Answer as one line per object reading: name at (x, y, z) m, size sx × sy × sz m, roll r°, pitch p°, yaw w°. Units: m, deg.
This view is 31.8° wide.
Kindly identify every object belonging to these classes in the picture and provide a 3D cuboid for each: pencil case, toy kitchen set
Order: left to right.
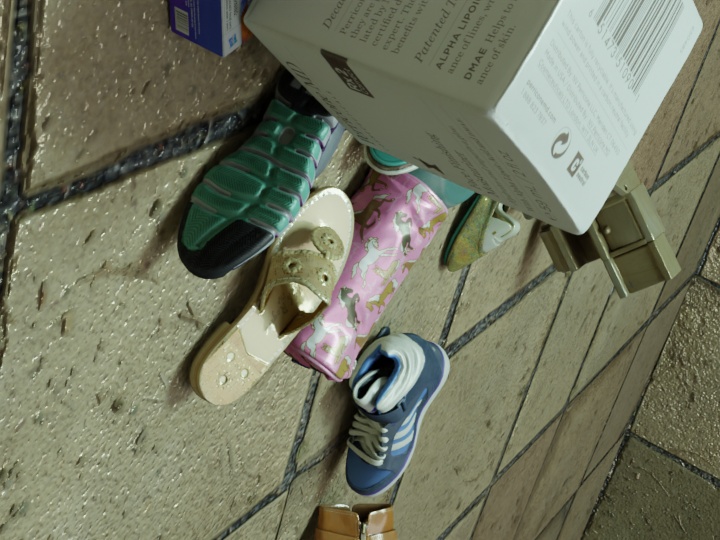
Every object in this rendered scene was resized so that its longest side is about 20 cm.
pencil case at (0.000, 0.000, 1.140) m, size 0.201 × 0.082 × 0.087 m, roll -58°, pitch 157°, yaw -10°
toy kitchen set at (0.272, -0.038, 1.618) m, size 0.162 × 0.201 × 0.180 m, roll -24°, pitch -176°, yaw 38°

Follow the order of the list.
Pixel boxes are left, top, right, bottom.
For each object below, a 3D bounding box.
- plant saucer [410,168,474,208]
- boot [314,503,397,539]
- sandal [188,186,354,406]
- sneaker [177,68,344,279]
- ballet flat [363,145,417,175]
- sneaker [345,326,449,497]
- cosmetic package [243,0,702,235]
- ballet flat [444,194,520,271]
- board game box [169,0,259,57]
plant saucer at (0.112, -0.141, 1.283) m, size 0.200 × 0.036 × 0.201 m, roll -48°, pitch 155°, yaw -30°
boot at (-0.043, 0.353, 1.468) m, size 0.077 × 0.198 × 0.157 m, roll -163°, pitch -109°, yaw -73°
sandal at (-0.053, 0.027, 1.037) m, size 0.078 × 0.069 × 0.212 m, roll 46°, pitch 73°, yaw -33°
sneaker at (-0.059, -0.065, 0.944) m, size 0.201 × 0.074 × 0.088 m, roll -55°, pitch 163°, yaw -17°
ballet flat at (0.070, -0.155, 1.145) m, size 0.201 × 0.069 × 0.070 m, roll -55°, pitch 158°, yaw -18°
sneaker at (0.012, 0.157, 1.379) m, size 0.146 × 0.080 × 0.201 m, roll 13°, pitch 108°, yaw -59°
cosmetic package at (0.073, -0.155, 0.786) m, size 0.166 × 0.199 × 0.165 m, roll -59°, pitch 143°, yaw -7°
ballet flat at (0.162, -0.079, 1.430) m, size 0.201 × 0.070 × 0.071 m, roll -64°, pitch 158°, yaw 7°
board game box at (-0.059, -0.248, 0.755) m, size 0.134 × 0.045 × 0.201 m, roll -45°, pitch 153°, yaw -36°
